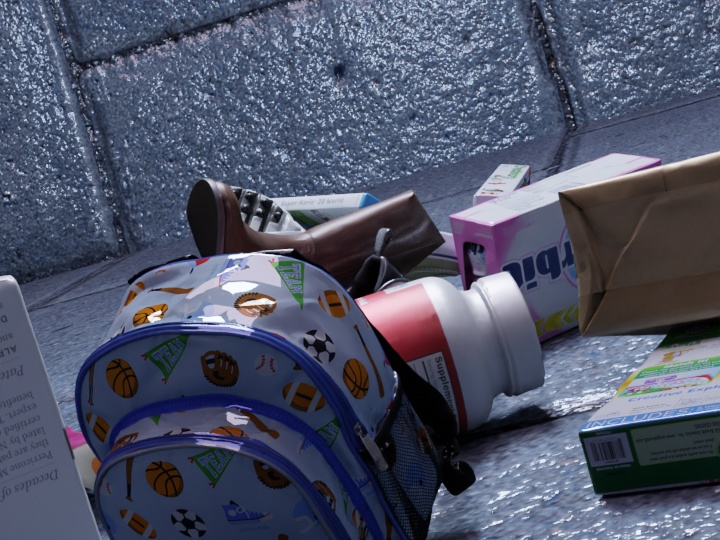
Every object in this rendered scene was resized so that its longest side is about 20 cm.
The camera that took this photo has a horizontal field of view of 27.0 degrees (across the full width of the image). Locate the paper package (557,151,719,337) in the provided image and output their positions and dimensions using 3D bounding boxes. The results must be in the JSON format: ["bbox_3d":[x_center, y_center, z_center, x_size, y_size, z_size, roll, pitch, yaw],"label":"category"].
[{"bbox_3d":[0.257,-0.017,1.031,0.189,0.104,0.200,-13,-7,27],"label":"paper package"}]

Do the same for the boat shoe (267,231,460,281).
[{"bbox_3d":[0.000,0.000,1.295,0.198,0.063,0.072,-1,-8,-6],"label":"boat shoe"}]

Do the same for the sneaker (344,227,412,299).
[{"bbox_3d":[0.046,0.030,1.161,0.199,0.141,0.078,-23,10,-34],"label":"sneaker"}]

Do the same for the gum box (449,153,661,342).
[{"bbox_3d":[0.173,-0.017,1.292,0.199,0.114,0.066,-21,19,-27],"label":"gum box"}]

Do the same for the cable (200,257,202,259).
[{"bbox_3d":[-0.167,0.052,1.478,0.051,0.164,0.200,28,17,19],"label":"cable"}]

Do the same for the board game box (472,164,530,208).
[{"bbox_3d":[0.131,-0.023,1.405,0.034,0.127,0.200,4,13,11],"label":"board game box"}]

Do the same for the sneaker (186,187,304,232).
[{"bbox_3d":[-0.069,-0.010,1.367,0.199,0.067,0.091,23,-24,-7],"label":"sneaker"}]

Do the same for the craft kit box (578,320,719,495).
[{"bbox_3d":[0.250,0.064,0.869,0.199,0.049,0.197,-12,12,30],"label":"craft kit box"}]

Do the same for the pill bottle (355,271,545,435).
[{"bbox_3d":[0.021,0.071,1.043,0.199,0.113,0.112,-18,8,-6],"label":"pill bottle"}]

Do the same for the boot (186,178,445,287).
[{"bbox_3d":[-0.028,-0.032,1.153,0.199,0.065,0.187,-16,-28,-13],"label":"boot"}]

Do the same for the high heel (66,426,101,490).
[{"bbox_3d":[-0.191,0.137,1.161,0.199,0.067,0.096,-26,20,37],"label":"high heel"}]

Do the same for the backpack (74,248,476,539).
[{"bbox_3d":[-0.064,0.089,0.817,0.199,0.192,0.154,-14,24,20],"label":"backpack"}]

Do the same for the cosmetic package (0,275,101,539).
[{"bbox_3d":[-0.297,0.123,1.026,0.164,0.201,0.165,-21,9,-23],"label":"cosmetic package"}]

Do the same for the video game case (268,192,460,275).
[{"bbox_3d":[-0.008,-0.032,1.417,0.143,0.018,0.199,30,-18,-34],"label":"video game case"}]
